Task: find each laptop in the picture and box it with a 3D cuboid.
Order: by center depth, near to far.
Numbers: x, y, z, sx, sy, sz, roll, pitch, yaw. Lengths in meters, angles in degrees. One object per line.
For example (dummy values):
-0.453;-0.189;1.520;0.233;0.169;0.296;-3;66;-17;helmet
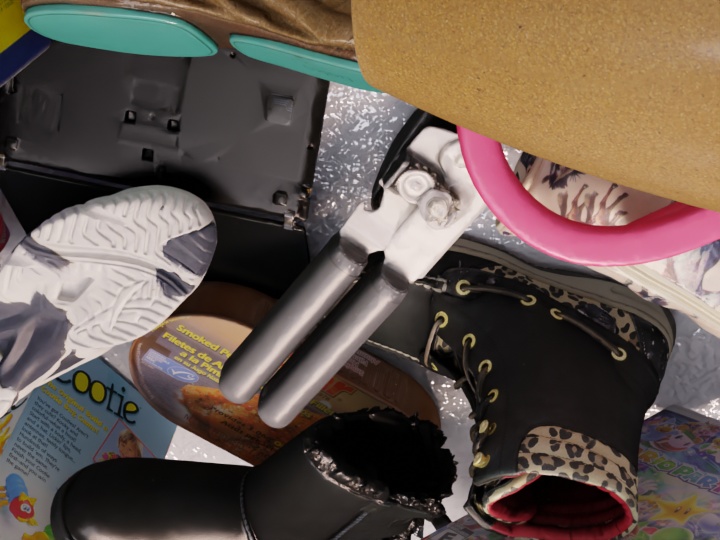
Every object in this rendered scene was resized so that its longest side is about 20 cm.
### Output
-0.102;-0.078;0.862;0.177;0.103;0.200;11;106;5;laptop

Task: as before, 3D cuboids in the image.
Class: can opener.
0.000;0.000;0.831;0.053;0.066;0.200;34;110;-15;can opener

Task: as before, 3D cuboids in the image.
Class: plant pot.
0.103;-0.111;0.618;0.200;0.186;0.187;5;130;12;plant pot

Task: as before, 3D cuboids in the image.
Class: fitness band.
0.141;-0.084;0.716;0.200;0.037;0.144;-27;101;6;fitness band

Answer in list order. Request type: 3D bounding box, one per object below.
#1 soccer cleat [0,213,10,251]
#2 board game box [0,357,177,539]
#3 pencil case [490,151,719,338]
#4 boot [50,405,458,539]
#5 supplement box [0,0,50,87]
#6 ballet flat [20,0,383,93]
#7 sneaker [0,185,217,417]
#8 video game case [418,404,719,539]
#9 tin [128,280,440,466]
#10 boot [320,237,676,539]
-0.224;-0.035;0.869;0.076;0.067;0.200;15;157;-16;soccer cleat
-0.207;0.153;0.959;0.103;0.200;0.105;-30;117;34;board game box
0.161;-0.013;0.792;0.200;0.089;0.078;28;131;-7;pencil case
-0.055;0.127;0.901;0.198;0.073;0.162;15;147;-31;boot
-0.252;-0.165;0.742;0.109;0.110;0.200;-11;115;24;supplement box
-0.064;-0.135;0.753;0.200;0.072;0.068;10;171;18;ballet flat
-0.149;0.004;0.870;0.199;0.130;0.079;-40;99;22;sneaker
0.141;0.132;0.821;0.143;0.200;0.018;18;125;55;video game case
-0.043;0.076;0.952;0.200;0.042;0.112;31;138;-14;tin
0.062;0.060;0.836;0.203;0.154;0.074;11;131;7;boot
